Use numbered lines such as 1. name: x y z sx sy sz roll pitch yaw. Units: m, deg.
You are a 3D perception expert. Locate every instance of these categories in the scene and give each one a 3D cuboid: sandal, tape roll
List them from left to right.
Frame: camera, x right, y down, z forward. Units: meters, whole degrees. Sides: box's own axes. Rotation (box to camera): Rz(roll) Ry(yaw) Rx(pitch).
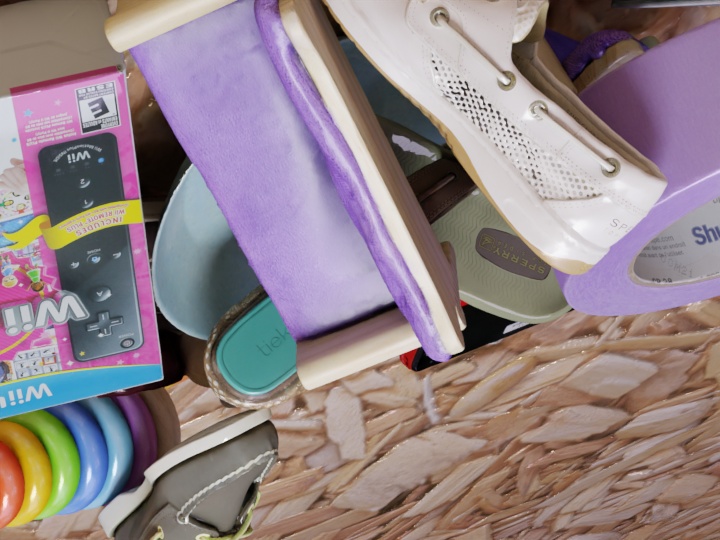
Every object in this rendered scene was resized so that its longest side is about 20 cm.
1. sandal: 0.035 -0.024 0.951 0.201 0.080 0.057 16 -173 -25
2. tape roll: 0.176 -0.050 0.898 0.200 0.066 0.200 -17 161 -6

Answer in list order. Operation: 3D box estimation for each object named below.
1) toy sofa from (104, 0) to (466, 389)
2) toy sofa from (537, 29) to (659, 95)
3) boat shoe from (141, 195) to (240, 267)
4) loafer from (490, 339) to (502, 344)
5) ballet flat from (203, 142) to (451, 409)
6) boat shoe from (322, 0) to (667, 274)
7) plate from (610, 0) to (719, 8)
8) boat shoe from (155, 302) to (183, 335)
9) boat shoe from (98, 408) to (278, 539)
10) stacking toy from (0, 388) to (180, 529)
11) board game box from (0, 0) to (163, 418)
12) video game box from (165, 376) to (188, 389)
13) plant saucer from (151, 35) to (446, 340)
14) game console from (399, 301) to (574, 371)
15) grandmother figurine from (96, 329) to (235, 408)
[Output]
1. toy sofa: -0.029 -0.043 0.843 0.083 0.098 0.200 -21 120 11
2. toy sofa: 0.116 -0.095 0.980 0.098 0.083 0.200 -39 156 23
3. boat shoe: -0.146 0.001 1.017 0.200 0.072 0.072 -8 -177 -32
4. loafer: 0.044 0.006 1.252 0.072 0.063 0.200 -26 160 26
5. ballet flat: 0.000 0.000 1.015 0.200 0.071 0.065 -34 177 -11
6. boat shoe: 0.051 -0.094 0.814 0.069 0.200 0.071 -41 180 22
7. plate: 0.223 -0.144 0.961 0.200 0.026 0.200 -3 -172 0
8. boat shoe: -0.045 -0.017 1.101 0.200 0.072 0.060 -17 152 -1
9. boat shoe: -0.086 0.128 1.066 0.072 0.060 0.202 -21 168 -30
10. stacking toy: -0.185 0.111 1.082 0.085 0.085 0.200 -29 176 30
11. board game box: -0.172 -0.019 0.883 0.147 0.064 0.200 -14 140 -11
12. video game box: -0.220 0.071 1.218 0.200 0.047 0.182 -28 161 26
13. plant saucer: -0.031 -0.051 0.996 0.201 0.039 0.201 -31 149 -21
14. game console: 0.123 -0.019 1.226 0.200 0.031 0.177 -20 153 -23
15. grandmother figurine: -0.142 0.048 1.058 0.200 0.061 0.121 -3 -169 -7
